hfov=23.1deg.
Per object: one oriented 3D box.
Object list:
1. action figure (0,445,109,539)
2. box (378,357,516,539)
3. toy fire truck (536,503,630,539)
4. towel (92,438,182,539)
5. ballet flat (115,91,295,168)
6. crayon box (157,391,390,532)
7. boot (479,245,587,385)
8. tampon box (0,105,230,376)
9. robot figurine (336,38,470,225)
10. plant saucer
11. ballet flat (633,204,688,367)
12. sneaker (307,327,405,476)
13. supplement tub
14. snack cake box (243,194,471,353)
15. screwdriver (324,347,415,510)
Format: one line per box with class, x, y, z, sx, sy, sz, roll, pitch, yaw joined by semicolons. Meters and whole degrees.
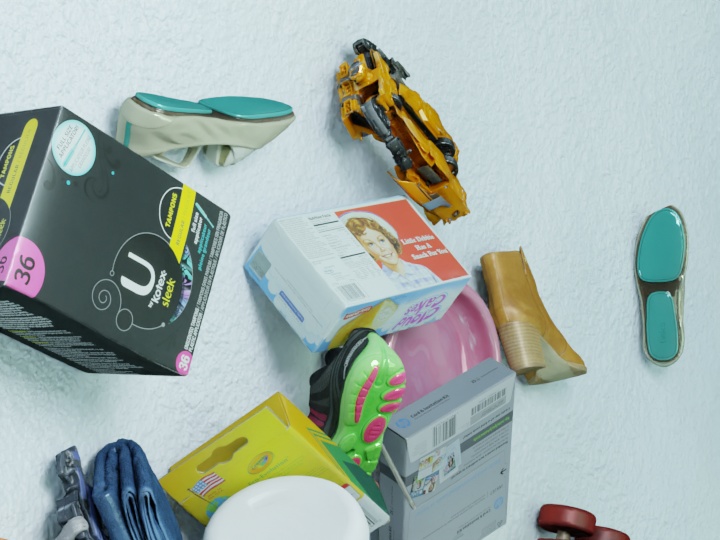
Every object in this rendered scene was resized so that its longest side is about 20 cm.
action figure;-0.257;0.244;1.419;0.193;0.104;0.201;25;41;-53
box;0.086;0.205;1.769;0.156;0.041;0.201;-28;132;-34
toy fire truck;0.290;0.340;1.989;0.200;0.167;0.113;32;65;-45
towel;-0.169;0.244;1.492;0.112;0.048;0.201;-112;-178;-68
ballet flat;-0.139;-0.123;1.573;0.200;0.069;0.070;-2;91;-48
crayon box;-0.079;0.192;1.581;0.200;0.127;0.051;48;13;-39
boot;0.193;0.049;1.962;0.201;0.071;0.145;21;55;-65
tampon box;-0.228;-0.018;1.404;0.200;0.126;0.151;32;64;-45
robot figurine;0.040;-0.138;1.762;0.200;0.058;0.145;45;27;-39
plant saucer;0.071;0.107;1.822;0.200;0.051;0.202;2;88;-49
ballet flat;0.373;0.019;2.195;0.062;0.067;0.201;1;92;-78
sneaker;-0.016;0.136;1.647;0.076;0.200;0.084;13;34;-27
supplement tub;-0.054;0.295;1.534;0.145;0.144;0.201;-45;139;-41
snack cake box;0.000;0.000;1.684;0.200;0.067;0.115;-12;55;-50
screwdriver;0.008;0.152;1.675;0.028;0.029;0.200;34;25;-49
